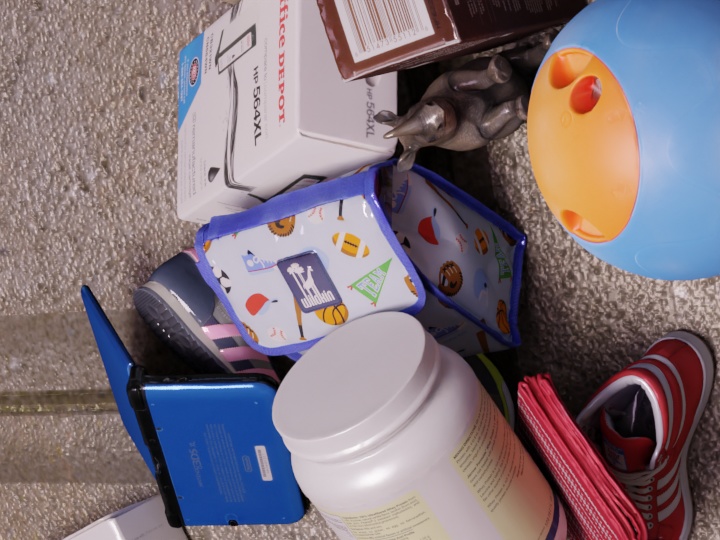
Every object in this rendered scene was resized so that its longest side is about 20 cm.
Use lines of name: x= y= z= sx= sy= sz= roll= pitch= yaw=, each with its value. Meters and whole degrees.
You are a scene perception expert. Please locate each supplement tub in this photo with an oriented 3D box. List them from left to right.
supplement tub: x=0.041 y=0.142 z=1.398 sx=0.145 sy=0.145 sz=0.200 roll=-14 pitch=125 yaw=34

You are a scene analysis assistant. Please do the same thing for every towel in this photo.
towel: x=0.156 y=0.159 z=1.417 sx=0.022 sy=0.200 sz=0.145 roll=-30 pitch=71 yaw=-7

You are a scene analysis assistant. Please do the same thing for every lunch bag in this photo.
lunch bag: x=0.000 y=0.000 z=1.461 sx=0.169 sy=0.200 sz=0.124 roll=-16 pitch=57 yaw=31

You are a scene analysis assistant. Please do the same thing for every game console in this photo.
game console: x=-0.136 y=0.110 z=1.638 sx=0.170 sy=0.119 sz=0.200 roll=-2 pitch=141 yaw=6

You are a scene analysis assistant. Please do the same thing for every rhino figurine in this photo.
rhino figurine: x=0.078 y=-0.115 z=1.400 sx=0.087 sy=0.200 sz=0.060 roll=-21 pitch=94 yaw=43

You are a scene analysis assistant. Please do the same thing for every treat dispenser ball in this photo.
treat dispenser ball: x=0.209 y=-0.094 z=1.319 sx=0.200 sy=0.201 sz=0.202 roll=8 pitch=107 yaw=30

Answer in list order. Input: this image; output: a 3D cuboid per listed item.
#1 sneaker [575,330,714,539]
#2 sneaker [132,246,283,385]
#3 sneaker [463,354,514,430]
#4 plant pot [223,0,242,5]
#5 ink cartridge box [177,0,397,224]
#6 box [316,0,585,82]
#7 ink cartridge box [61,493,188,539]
sneaker: x=0.196 y=0.149 z=1.441 sx=0.071 sy=0.112 sz=0.201 roll=17 pitch=111 yaw=28
sneaker: x=-0.092 y=0.065 z=1.630 sx=0.200 sy=0.082 sz=0.070 roll=51 pitch=150 yaw=-15
sneaker: x=0.073 y=0.153 z=1.538 sx=0.074 sy=0.081 sz=0.201 roll=1 pitch=103 yaw=31
plant pot: x=-0.073 y=-0.309 z=1.454 sx=0.200 sy=0.177 sz=0.200 roll=-30 pitch=86 yaw=33
ink cartridge box: x=-0.057 y=-0.128 z=1.477 sx=0.200 sy=0.084 sz=0.147 roll=-30 pitch=55 yaw=55
box: x=0.065 y=-0.186 z=1.384 sx=0.100 sy=0.200 sz=0.075 roll=-16 pitch=94 yaw=34
ink cartridge box: x=-0.196 y=0.314 z=1.744 sx=0.146 sy=0.084 sz=0.201 roll=-29 pitch=86 yaw=33
